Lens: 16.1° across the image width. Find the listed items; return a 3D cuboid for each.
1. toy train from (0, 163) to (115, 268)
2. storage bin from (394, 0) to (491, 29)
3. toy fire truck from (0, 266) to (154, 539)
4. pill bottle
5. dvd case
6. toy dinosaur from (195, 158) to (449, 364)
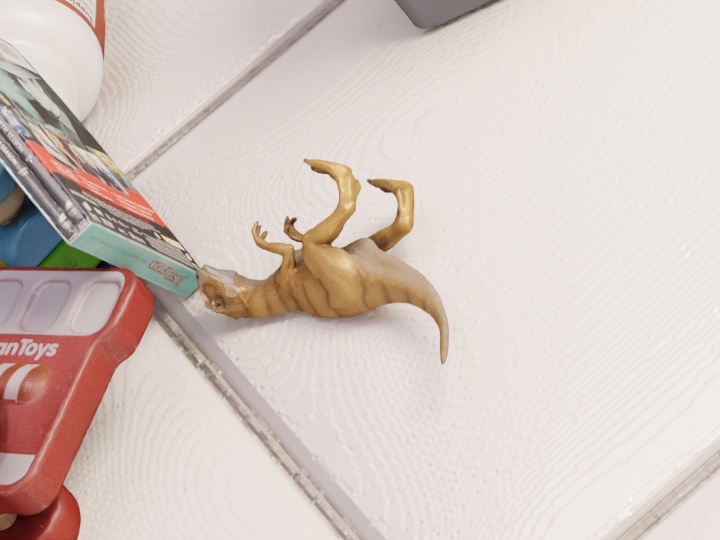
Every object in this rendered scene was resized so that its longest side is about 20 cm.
[{"bbox_3d":[-0.226,-0.041,1.493,0.085,0.116,0.200,-46,38,-13],"label":"toy train"},{"bbox_3d":[0.071,-0.227,1.438,0.199,0.134,0.146,-23,39,18],"label":"storage bin"},{"bbox_3d":[-0.215,0.070,1.365,0.199,0.112,0.168,0,53,38],"label":"toy fire truck"},{"bbox_3d":[-0.216,-0.151,1.604,0.112,0.112,0.201,-23,40,17],"label":"pill bottle"},{"bbox_3d":[-0.176,-0.073,1.401,0.022,0.146,0.200,-43,67,8],"label":"dvd case"},{"bbox_3d":[0.000,0.000,1.336,0.199,0.060,0.107,1,75,46],"label":"toy dinosaur"}]
